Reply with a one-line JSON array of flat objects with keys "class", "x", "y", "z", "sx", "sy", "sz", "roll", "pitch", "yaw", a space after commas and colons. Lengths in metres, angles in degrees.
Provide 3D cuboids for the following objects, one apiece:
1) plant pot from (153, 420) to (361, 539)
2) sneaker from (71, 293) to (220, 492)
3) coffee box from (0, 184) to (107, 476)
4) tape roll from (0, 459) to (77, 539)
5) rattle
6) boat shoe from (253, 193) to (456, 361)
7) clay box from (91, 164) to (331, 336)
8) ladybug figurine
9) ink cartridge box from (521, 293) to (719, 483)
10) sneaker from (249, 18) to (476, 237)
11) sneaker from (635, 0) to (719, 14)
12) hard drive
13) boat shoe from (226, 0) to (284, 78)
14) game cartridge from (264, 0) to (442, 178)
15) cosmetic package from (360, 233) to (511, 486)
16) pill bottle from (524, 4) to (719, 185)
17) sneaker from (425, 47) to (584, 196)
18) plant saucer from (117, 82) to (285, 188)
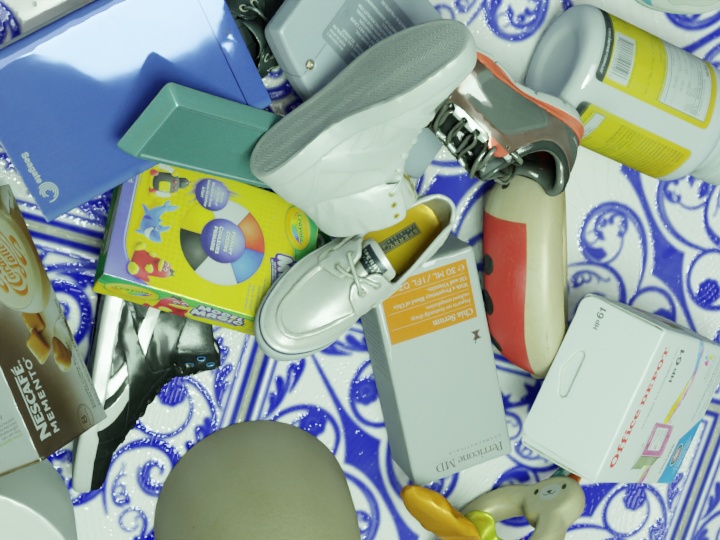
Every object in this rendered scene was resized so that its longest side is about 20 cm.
[{"class": "plant pot", "x": -0.069, "y": 0.251, "z": 1.024, "sx": 0.184, "sy": 0.200, "sz": 0.191, "roll": -4, "pitch": 104, "yaw": -17}, {"class": "sneaker", "x": -0.176, "y": 0.096, "z": 1.020, "sx": 0.110, "sy": 0.073, "sz": 0.203, "roll": 10, "pitch": 99, "yaw": -18}, {"class": "coffee box", "x": -0.284, "y": 0.047, "z": 0.918, "sx": 0.079, "sy": 0.114, "sz": 0.203, "roll": -21, "pitch": 93, "yaw": 18}, {"class": "tape roll", "x": -0.326, "y": 0.243, "z": 0.974, "sx": 0.199, "sy": 0.139, "sz": 0.206, "roll": -4, "pitch": 105, "yaw": -16}, {"class": "rattle", "x": 0.140, "y": 0.195, "z": 1.123, "sx": 0.199, "sy": 0.130, "sz": 0.144, "roll": -36, "pitch": 97, "yaw": -11}, {"class": "boat shoe", "x": 0.000, "y": 0.000, "z": 0.975, "sx": 0.199, "sy": 0.070, "sz": 0.071, "roll": -33, "pitch": 87, "yaw": -23}, {"class": "clay box", "x": -0.111, "y": -0.015, "z": 1.000, "sx": 0.197, "sy": 0.048, "sz": 0.117, "roll": 16, "pitch": 65, "yaw": -20}, {"class": "ladybug figurine", "x": 0.147, "y": 0.000, "z": 1.075, "sx": 0.071, "sy": 0.136, "sz": 0.203, "roll": -1, "pitch": 103, "yaw": 12}, {"class": "ink cartridge box", "x": 0.245, "y": 0.112, "z": 1.098, "sx": 0.199, "sy": 0.084, "sz": 0.146, "roll": 15, "pitch": 101, "yaw": -54}, {"class": "sneaker", "x": 0.025, "y": -0.103, "z": 0.939, "sx": 0.198, "sy": 0.074, "sz": 0.115, "roll": -30, "pitch": 132, "yaw": 21}, {"class": "sneaker", "x": 0.254, "y": -0.285, "z": 1.057, "sx": 0.198, "sy": 0.081, "sz": 0.077, "roll": 26, "pitch": 93, "yaw": -22}, {"class": "hard drive", "x": -0.182, "y": -0.140, "z": 0.919, "sx": 0.198, "sy": 0.025, "sz": 0.133, "roll": -28, "pitch": 119, "yaw": -5}, {"class": "boat shoe", "x": -0.099, "y": -0.184, "z": 0.979, "sx": 0.198, "sy": 0.066, "sz": 0.075, "roll": -29, "pitch": 110, "yaw": -9}, {"class": "game cartridge", "x": 0.012, "y": -0.173, "z": 1.001, "sx": 0.200, "sy": 0.040, "sz": 0.134, "roll": 43, "pitch": 76, "yaw": -38}, {"class": "cosmetic package", "x": 0.063, "y": 0.078, "z": 1.092, "sx": 0.100, "sy": 0.071, "sz": 0.203, "roll": -18, "pitch": 108, "yaw": -13}, {"class": "pill bottle", "x": 0.252, "y": -0.147, "z": 1.073, "sx": 0.198, "sy": 0.112, "sz": 0.113, "roll": 20, "pitch": 97, "yaw": -21}, {"class": "sneaker", "x": 0.095, "y": -0.118, "z": 0.971, "sx": 0.197, "sy": 0.077, "sz": 0.083, "roll": 19, "pitch": 61, "yaw": -17}, {"class": "plant saucer", "x": -0.097, "y": -0.099, "z": 0.957, "sx": 0.070, "sy": 0.019, "sz": 0.199, "roll": -45, "pitch": 150, "yaw": 24}]
